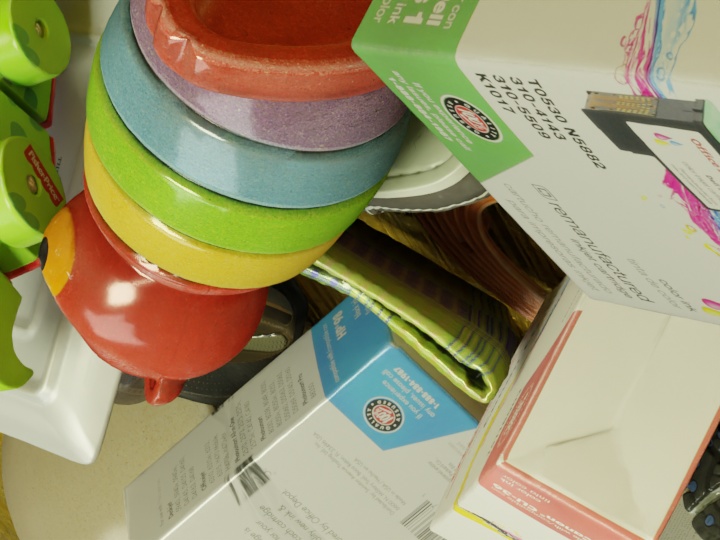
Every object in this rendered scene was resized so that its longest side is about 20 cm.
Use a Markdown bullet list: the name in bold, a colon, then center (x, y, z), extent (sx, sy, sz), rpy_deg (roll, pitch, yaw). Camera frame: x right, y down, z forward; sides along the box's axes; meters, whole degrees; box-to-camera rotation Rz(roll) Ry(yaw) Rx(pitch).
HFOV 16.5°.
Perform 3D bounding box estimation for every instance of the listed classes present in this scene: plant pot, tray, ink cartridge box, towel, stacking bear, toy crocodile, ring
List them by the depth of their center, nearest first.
- **ink cartridge box**: center (0.120, -0.047, 0.707), extent (0.199, 0.084, 0.145), rpy_deg (12, 156, 47)
- **stacking bear**: center (-0.050, -0.040, 0.838), extent (0.113, 0.122, 0.200), rpy_deg (4, 139, -23)
- **toy crocodile**: center (-0.139, -0.047, 0.932), extent (0.067, 0.201, 0.062), rpy_deg (-22, 140, 24)
- **ink cartridge box**: center (0.087, 0.058, 0.956), extent (0.067, 0.117, 0.200), rpy_deg (29, 164, 1)
- **tray**: center (-0.115, -0.033, 0.968), extent (0.022, 0.201, 0.107), rpy_deg (17, 178, -44)
- **ring**: center (0.108, 0.003, 0.999), extent (0.200, 0.019, 0.201), rpy_deg (28, 164, 8)
- **towel**: center (0.000, 0.000, 1.010), extent (0.143, 0.023, 0.200), rpy_deg (31, -174, -1)
- **ink cartridge box**: center (-0.027, 0.113, 1.130), extent (0.116, 0.200, 0.067), rpy_deg (43, -165, -26)
- **plant pot**: center (-0.073, 0.090, 1.320), extent (0.200, 0.201, 0.134), rpy_deg (34, 142, -12)

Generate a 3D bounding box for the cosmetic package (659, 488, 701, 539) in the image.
- **cosmetic package**: center (0.231, 0.201, 1.189), extent (0.199, 0.123, 0.200), rpy_deg (33, 163, -10)

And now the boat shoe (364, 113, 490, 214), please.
- **boat shoe**: center (-0.004, -0.058, 0.930), extent (0.060, 0.072, 0.201), rpy_deg (36, 172, -37)

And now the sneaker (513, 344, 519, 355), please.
- **sneaker**: center (-0.002, 0.072, 1.195), extent (0.079, 0.199, 0.076), rpy_deg (-102, -8, -60)

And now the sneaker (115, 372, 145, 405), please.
- **sneaker**: center (-0.095, -0.046, 1.018), extent (0.070, 0.201, 0.076), rpy_deg (8, 142, -36)

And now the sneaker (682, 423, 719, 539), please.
- **sneaker**: center (0.229, 0.087, 0.962), extent (0.199, 0.078, 0.085), rpy_deg (8, 175, 39)

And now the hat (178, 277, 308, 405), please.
- **hat**: center (-0.101, -0.024, 1.180), extent (0.200, 0.081, 0.201), rpy_deg (16, 149, 10)

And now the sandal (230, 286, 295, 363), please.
- **sandal**: center (-0.116, -0.017, 1.079), extent (0.199, 0.055, 0.082), rpy_deg (20, 156, -17)
